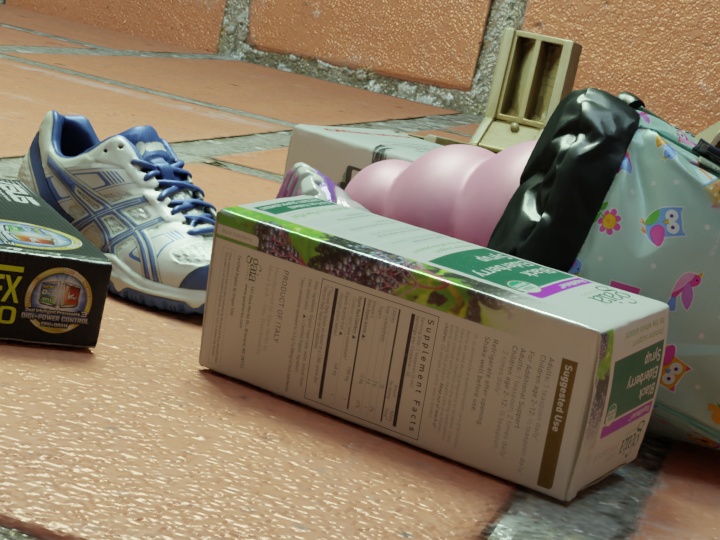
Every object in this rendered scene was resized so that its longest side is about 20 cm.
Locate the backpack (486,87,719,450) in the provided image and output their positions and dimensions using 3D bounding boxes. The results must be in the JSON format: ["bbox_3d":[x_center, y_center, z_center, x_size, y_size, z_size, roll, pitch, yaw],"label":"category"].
[{"bbox_3d":[0.161,0.017,0.806,0.200,0.167,0.127,27,6,-1],"label":"backpack"}]

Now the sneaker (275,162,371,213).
[{"bbox_3d":[0.000,0.000,0.920,0.088,0.081,0.200,15,13,-24],"label":"sneaker"}]

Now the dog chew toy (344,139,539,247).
[{"bbox_3d":[0.072,-0.024,1.019,0.200,0.125,0.125,9,7,33],"label":"dog chew toy"}]

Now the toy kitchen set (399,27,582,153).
[{"bbox_3d":[0.109,-0.174,1.698,0.163,0.181,0.200,15,6,22],"label":"toy kitchen set"}]

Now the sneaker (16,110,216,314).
[{"bbox_3d":[-0.122,-0.035,0.910,0.200,0.088,0.075,20,10,30],"label":"sneaker"}]

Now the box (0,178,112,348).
[{"bbox_3d":[-0.227,-0.017,0.804,0.160,0.044,0.200,7,11,-25],"label":"box"}]

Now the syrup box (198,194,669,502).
[{"bbox_3d":[0.030,0.029,0.743,0.200,0.081,0.079,17,17,29],"label":"syrup box"}]

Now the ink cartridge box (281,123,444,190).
[{"bbox_3d":[0.060,-0.044,1.188,0.200,0.084,0.146,19,12,35],"label":"ink cartridge box"}]

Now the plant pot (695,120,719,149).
[{"bbox_3d":[0.246,-0.013,1.055,0.187,0.187,0.200,10,-4,-15],"label":"plant pot"}]
